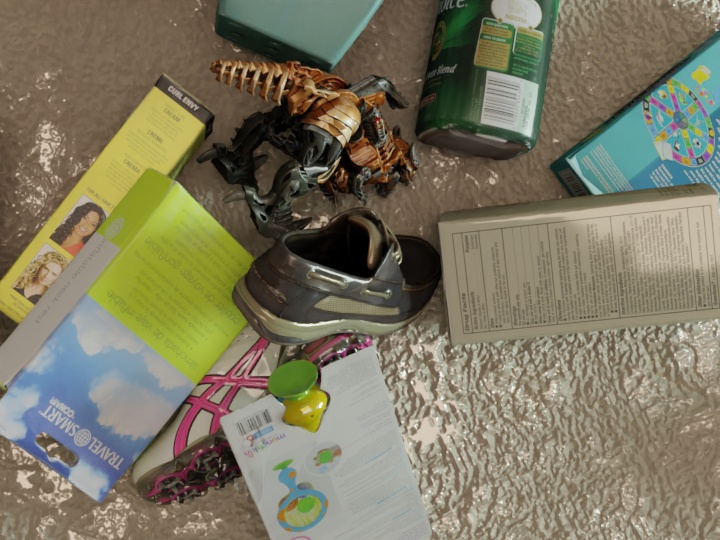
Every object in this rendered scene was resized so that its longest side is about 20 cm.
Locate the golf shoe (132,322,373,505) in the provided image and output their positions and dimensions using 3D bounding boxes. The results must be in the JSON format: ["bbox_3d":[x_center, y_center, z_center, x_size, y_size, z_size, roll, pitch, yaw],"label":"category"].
[{"bbox_3d":[-0.089,0.089,0.988,0.200,0.073,0.092,-39,61,-4],"label":"golf shoe"}]

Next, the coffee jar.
[{"bbox_3d":[0.101,-0.188,1.006,0.085,0.104,0.201,12,85,-11],"label":"coffee jar"}]

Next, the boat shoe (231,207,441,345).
[{"bbox_3d":[0.000,0.000,0.947,0.075,0.199,0.073,46,123,21],"label":"boat shoe"}]

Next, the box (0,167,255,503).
[{"bbox_3d":[-0.161,0.046,0.934,0.200,0.048,0.122,-51,128,-8],"label":"box"}]

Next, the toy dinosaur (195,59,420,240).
[{"bbox_3d":[-0.039,-0.098,0.963,0.136,0.102,0.200,-44,120,12],"label":"toy dinosaur"}]

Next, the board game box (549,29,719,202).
[{"bbox_3d":[0.271,-0.083,1.057,0.200,0.047,0.151,-38,94,-9],"label":"board game box"}]

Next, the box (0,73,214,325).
[{"bbox_3d":[-0.182,-0.043,0.969,0.050,0.075,0.200,37,84,-4],"label":"box"}]

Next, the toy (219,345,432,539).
[{"bbox_3d":[-0.025,0.140,0.971,0.115,0.047,0.201,-25,131,-10],"label":"toy"}]

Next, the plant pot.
[{"bbox_3d":[-0.025,-0.250,0.973,0.141,0.141,0.201,22,87,-7],"label":"plant pot"}]

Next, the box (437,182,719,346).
[{"bbox_3d":[0.159,-0.006,0.986,0.199,0.078,0.096,-5,99,7],"label":"box"}]
